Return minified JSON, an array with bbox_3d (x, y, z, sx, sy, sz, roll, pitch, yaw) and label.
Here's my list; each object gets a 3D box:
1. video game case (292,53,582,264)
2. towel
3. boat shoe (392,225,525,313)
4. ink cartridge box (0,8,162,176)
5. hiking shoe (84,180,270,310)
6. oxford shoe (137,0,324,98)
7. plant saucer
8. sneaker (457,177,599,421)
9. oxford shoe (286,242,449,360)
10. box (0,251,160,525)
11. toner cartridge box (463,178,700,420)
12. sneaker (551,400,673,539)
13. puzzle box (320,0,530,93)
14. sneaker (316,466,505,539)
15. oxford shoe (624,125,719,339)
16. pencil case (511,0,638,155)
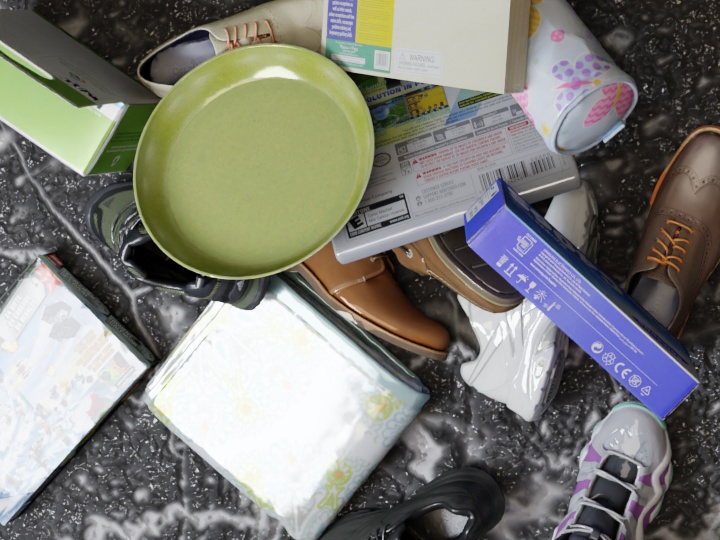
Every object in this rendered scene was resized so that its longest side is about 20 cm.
[{"bbox_3d":[0.056,-0.115,1.632,0.199,0.022,0.183,-18,63,7],"label":"video game case"},{"bbox_3d":[-0.065,0.103,1.732,0.200,0.048,0.171,40,107,7],"label":"towel"},{"bbox_3d":[0.063,-0.030,1.655,0.200,0.072,0.068,50,144,29],"label":"boat shoe"},{"bbox_3d":[-0.264,-0.144,1.674,0.148,0.200,0.076,34,103,9],"label":"ink cartridge box"},{"bbox_3d":[-0.167,-0.030,1.692,0.200,0.101,0.076,23,97,36],"label":"hiking shoe"},{"bbox_3d":[-0.088,-0.180,1.689,0.199,0.074,0.071,-20,88,15],"label":"oxford shoe"},{"bbox_3d":[-0.081,-0.082,1.627,0.199,0.031,0.201,-6,68,15],"label":"plant saucer"},{"bbox_3d":[0.129,0.016,1.657,0.099,0.078,0.201,19,100,15],"label":"sneaker"},{"bbox_3d":[0.000,0.000,1.691,0.200,0.071,0.071,38,100,9],"label":"oxford shoe"},{"bbox_3d":[-0.288,0.102,1.790,0.137,0.040,0.200,45,104,5],"label":"box"},{"bbox_3d":[0.164,0.020,1.548,0.200,0.095,0.043,42,103,-9],"label":"toner cartridge box"},{"bbox_3d":[0.189,0.206,1.627,0.077,0.140,0.201,18,101,12],"label":"sneaker"},{"bbox_3d":[0.048,-0.211,1.574,0.200,0.025,0.134,14,106,44],"label":"puzzle box"},{"bbox_3d":[0.022,0.227,1.699,0.200,0.091,0.076,-34,89,17],"label":"sneaker"},{"bbox_3d":[0.251,-0.016,1.622,0.071,0.073,0.201,18,100,11],"label":"oxford shoe"},{"bbox_3d":[0.127,-0.180,1.579,0.083,0.091,0.200,-36,62,2],"label":"pencil case"}]
